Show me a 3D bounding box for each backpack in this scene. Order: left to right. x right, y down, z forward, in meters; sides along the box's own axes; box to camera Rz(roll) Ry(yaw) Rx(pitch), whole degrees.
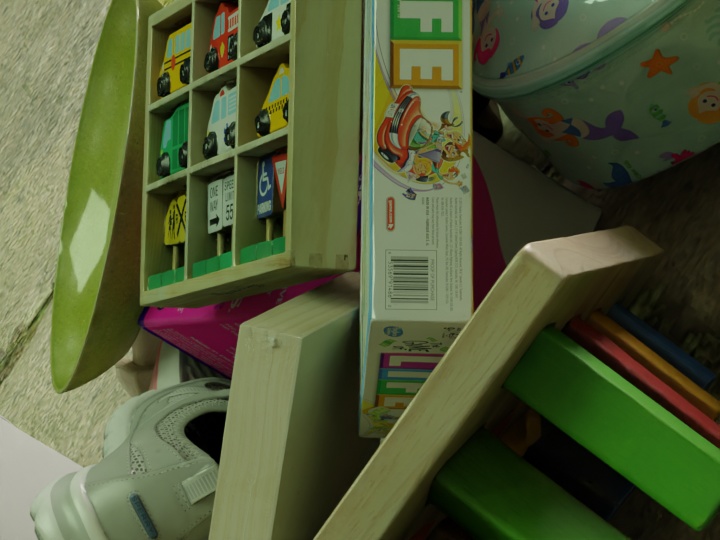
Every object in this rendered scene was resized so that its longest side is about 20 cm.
[{"bbox_3d":[0.109,-0.139,1.173,0.177,0.150,0.201,-30,40,25],"label":"backpack"}]

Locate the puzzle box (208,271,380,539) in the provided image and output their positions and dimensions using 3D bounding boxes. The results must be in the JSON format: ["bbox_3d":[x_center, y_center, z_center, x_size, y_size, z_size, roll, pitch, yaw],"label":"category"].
[{"bbox_3d":[-0.028,0.108,1.095,0.133,0.025,0.201,-26,-53,-72],"label":"puzzle box"}]

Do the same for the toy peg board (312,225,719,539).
[{"bbox_3d":[0.056,0.096,1.014,0.200,0.098,0.199,-54,-11,11],"label":"toy peg board"}]

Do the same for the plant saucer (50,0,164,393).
[{"bbox_3d":[-0.114,-0.039,1.401,0.200,0.031,0.202,-170,90,-78],"label":"plant saucer"}]

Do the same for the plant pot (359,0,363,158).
[{"bbox_3d":[-0.020,-0.113,1.214,0.200,0.027,0.202,-168,90,-72],"label":"plant pot"}]

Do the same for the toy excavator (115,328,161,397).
[{"bbox_3d":[-0.065,-0.052,1.468,0.199,0.195,0.100,-32,18,-12],"label":"toy excavator"}]

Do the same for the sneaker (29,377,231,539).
[{"bbox_3d":[-0.057,0.082,1.145,0.082,0.075,0.200,-25,7,14],"label":"sneaker"}]

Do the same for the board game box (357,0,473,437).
[{"bbox_3d":[0.018,-0.056,1.029,0.135,0.034,0.201,96,175,-71],"label":"board game box"}]

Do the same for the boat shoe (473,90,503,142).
[{"bbox_3d":[0.022,-0.093,1.306,0.200,0.072,0.073,79,180,-80],"label":"boat shoe"}]

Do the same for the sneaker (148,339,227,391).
[{"bbox_3d":[-0.092,0.097,1.372,0.104,0.075,0.201,-34,35,35],"label":"sneaker"}]

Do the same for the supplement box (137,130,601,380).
[{"bbox_3d":[0.000,0.000,1.276,0.200,0.103,0.102,-5,57,62],"label":"supplement box"}]

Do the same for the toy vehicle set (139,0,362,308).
[{"bbox_3d":[-0.046,-0.054,1.162,0.200,0.026,0.125,165,107,-69],"label":"toy vehicle set"}]

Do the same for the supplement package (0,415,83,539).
[{"bbox_3d":[-0.231,0.172,1.509,0.120,0.121,0.201,-44,25,32],"label":"supplement package"}]
